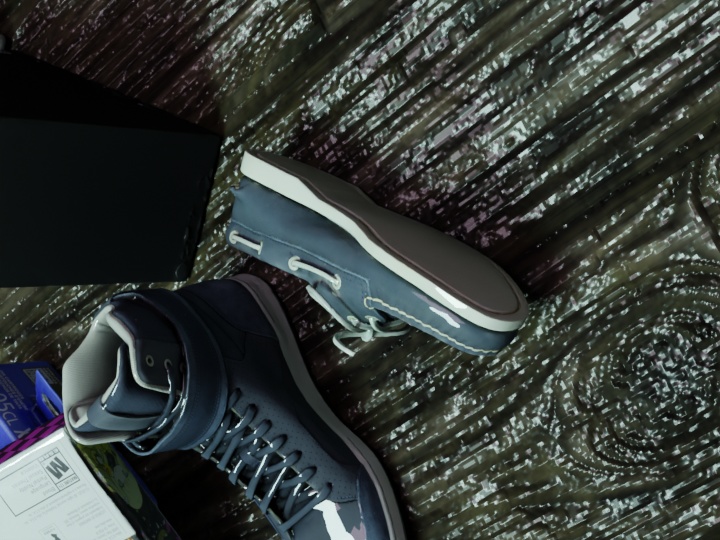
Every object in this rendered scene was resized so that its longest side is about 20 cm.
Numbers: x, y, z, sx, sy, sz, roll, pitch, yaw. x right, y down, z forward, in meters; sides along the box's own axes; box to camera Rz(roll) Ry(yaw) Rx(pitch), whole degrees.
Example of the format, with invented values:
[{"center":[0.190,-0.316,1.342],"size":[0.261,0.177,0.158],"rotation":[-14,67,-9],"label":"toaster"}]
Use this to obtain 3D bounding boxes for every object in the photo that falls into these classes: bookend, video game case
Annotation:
[{"center":[-0.221,-0.067,0.829],"size":[0.197,0.199,0.093],"rotation":[24,105,34],"label":"bookend"},{"center":[-0.185,0.195,0.829],"size":[0.199,0.036,0.182],"rotation":[-30,104,19],"label":"video game case"}]

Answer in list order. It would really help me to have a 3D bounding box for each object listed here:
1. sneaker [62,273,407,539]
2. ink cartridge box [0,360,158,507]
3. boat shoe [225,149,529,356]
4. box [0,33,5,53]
[{"center":[-0.070,0.094,0.751],"size":[0.077,0.145,0.203],"rotation":[-45,67,27],"label":"sneaker"},{"center":[-0.213,0.152,0.908],"size":[0.136,0.076,0.201],"rotation":[45,115,28],"label":"ink cartridge box"},{"center":[0.000,0.000,0.737],"size":[0.199,0.074,0.063],"rotation":[30,107,35],"label":"boat shoe"},{"center":[-0.379,-0.109,0.968],"size":[0.199,0.170,0.201],"rotation":[33,110,32],"label":"box"}]
